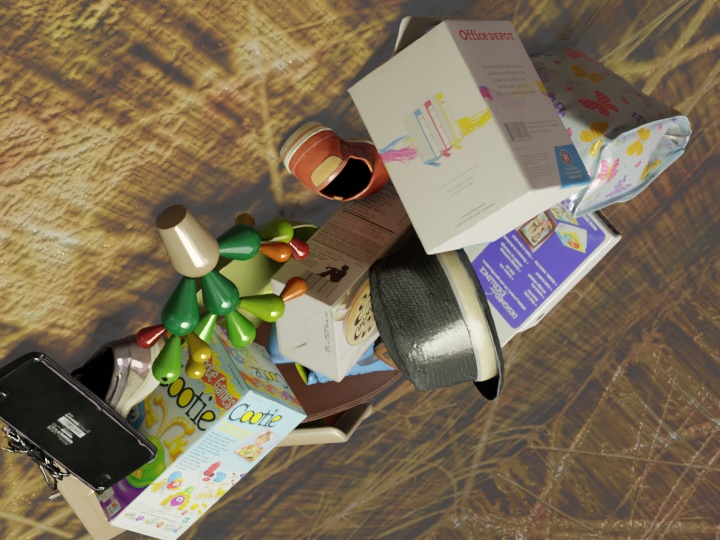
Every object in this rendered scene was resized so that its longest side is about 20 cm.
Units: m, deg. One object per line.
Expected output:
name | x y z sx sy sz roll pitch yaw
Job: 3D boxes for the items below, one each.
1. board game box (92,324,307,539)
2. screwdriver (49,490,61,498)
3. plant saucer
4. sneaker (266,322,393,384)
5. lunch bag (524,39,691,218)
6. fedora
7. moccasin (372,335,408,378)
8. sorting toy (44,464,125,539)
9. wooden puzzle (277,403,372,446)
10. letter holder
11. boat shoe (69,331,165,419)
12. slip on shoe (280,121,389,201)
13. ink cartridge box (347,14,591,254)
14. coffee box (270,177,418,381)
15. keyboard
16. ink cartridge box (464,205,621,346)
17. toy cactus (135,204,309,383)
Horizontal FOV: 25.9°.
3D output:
board game box | -0.173 0.164 1.586 0.200 0.103 0.105 -43 144 11
screwdriver | -0.266 0.217 1.766 0.200 0.029 0.028 -31 160 -43
plant saucer | -0.123 0.014 1.589 0.200 0.031 0.200 -37 162 -14
sneaker | -0.029 0.090 1.719 0.200 0.066 0.079 20 97 -48
lunch bag | 0.239 -0.156 1.677 0.200 0.170 0.127 -24 144 -46
fedora | 0.066 0.045 1.534 0.091 0.201 0.201 -22 159 -9
moccasin | 0.064 0.066 1.701 0.074 0.078 0.201 -43 -173 10
sorting toy | -0.237 0.198 1.690 0.185 0.037 0.200 -28 140 -7
wooden puzzle | -0.092 0.177 1.838 0.184 0.037 0.200 -6 -178 11
letter holder | -0.068 0.123 1.771 0.200 0.142 0.101 -20 154 -48
boat shoe | -0.257 0.122 1.520 0.065 0.072 0.200 6 143 -38
slip on shoe | -0.014 -0.093 1.510 0.074 0.061 0.200 -46 163 9
ink cartridge box | 0.095 -0.136 1.443 0.125 0.200 0.128 -32 168 33
coffee box | 0.000 0.000 1.604 0.200 0.080 0.113 -47 150 -35
keyboard | -0.285 0.142 1.473 0.104 0.040 0.200 -33 134 7
ink cartridge box | 0.160 -0.039 1.768 0.200 0.198 0.043 -46 159 18
toy cactus | -0.139 0.003 1.428 0.200 0.102 0.165 -43 133 -17
